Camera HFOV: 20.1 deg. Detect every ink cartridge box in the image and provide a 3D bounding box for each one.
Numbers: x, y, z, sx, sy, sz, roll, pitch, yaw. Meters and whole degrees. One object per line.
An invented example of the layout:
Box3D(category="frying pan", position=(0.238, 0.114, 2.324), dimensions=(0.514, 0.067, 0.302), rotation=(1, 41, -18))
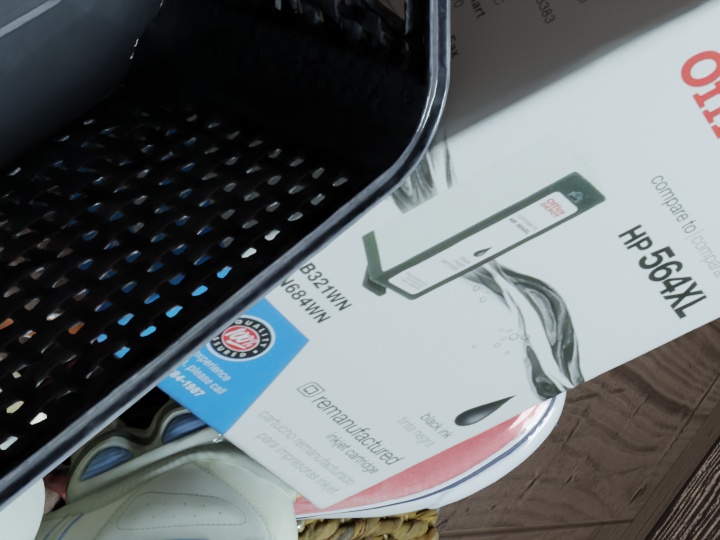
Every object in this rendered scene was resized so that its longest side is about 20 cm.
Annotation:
Box3D(category="ink cartridge box", position=(0.033, -0.027, 0.602), dimensions=(0.200, 0.085, 0.146), rotation=(-27, 144, 14))

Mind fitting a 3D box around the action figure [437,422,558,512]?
Box3D(category="action figure", position=(0.014, 0.137, 1.098), dimensions=(0.069, 0.130, 0.200), rotation=(41, 82, -37))

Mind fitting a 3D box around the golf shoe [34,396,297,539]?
Box3D(category="golf shoe", position=(-0.106, 0.123, 0.680), dimensions=(0.200, 0.097, 0.078), rotation=(-33, 137, 19))

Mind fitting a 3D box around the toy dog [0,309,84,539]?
Box3D(category="toy dog", position=(-0.124, 0.058, 0.580), dimensions=(0.132, 0.096, 0.200), rotation=(-54, 164, 1))

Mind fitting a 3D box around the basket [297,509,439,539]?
Box3D(category="basket", position=(-0.060, 0.103, 0.906), dimensions=(0.200, 0.148, 0.143), rotation=(-1, 92, -70))

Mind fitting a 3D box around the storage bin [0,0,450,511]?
Box3D(category="storage bin", position=(-0.073, -0.052, 0.450), dimensions=(0.200, 0.094, 0.136), rotation=(-41, 143, -39))

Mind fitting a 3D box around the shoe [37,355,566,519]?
Box3D(category="shoe", position=(-0.025, 0.053, 0.750), dimensions=(0.199, 0.072, 0.091), rotation=(-13, 160, 8))
